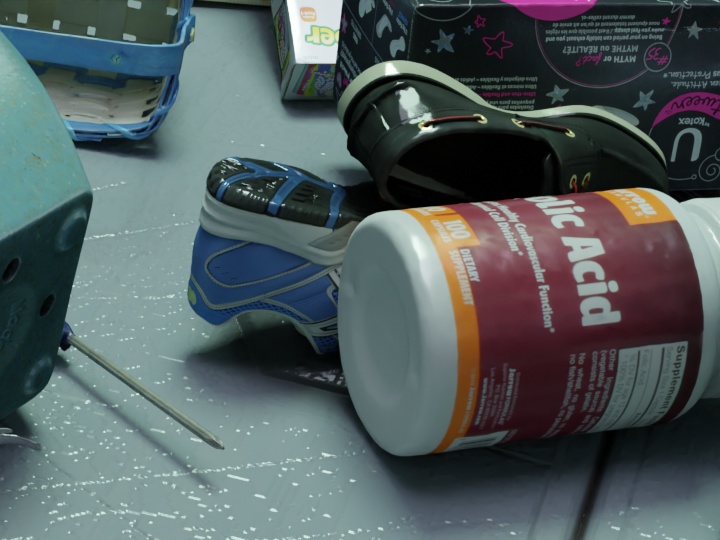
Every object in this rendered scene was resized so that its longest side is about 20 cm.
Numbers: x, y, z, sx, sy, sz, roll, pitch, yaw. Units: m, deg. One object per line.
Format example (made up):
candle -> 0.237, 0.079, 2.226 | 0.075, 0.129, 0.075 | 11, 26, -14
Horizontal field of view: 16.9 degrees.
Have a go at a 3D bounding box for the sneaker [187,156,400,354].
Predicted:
sneaker -> 0.000, 0.000, 1.212 | 0.199, 0.077, 0.076 | 13, 20, -29

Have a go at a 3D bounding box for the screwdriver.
screwdriver -> -0.131, 0.042, 1.148 | 0.029, 0.028, 0.200 | -40, 48, -14

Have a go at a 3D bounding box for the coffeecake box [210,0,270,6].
coffeecake box -> -0.060, -0.249, 1.631 | 0.152, 0.073, 0.200 | 4, 29, -9

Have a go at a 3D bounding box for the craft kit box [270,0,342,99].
craft kit box -> 0.037, -0.197, 1.504 | 0.199, 0.049, 0.199 | -2, 63, -16

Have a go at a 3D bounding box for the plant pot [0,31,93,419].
plant pot -> -0.234, -0.016, 1.071 | 0.199, 0.197, 0.196 | 30, 35, 18

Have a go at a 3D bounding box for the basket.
basket -> -0.177, -0.143, 1.347 | 0.175, 0.140, 0.200 | 9, 19, 0

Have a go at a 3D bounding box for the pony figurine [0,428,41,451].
pony figurine -> -0.203, 0.128, 0.879 | 0.200, 0.167, 0.193 | 33, 70, 33

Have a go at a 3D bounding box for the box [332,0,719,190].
box -> 0.098, -0.117, 1.324 | 0.199, 0.115, 0.132 | -1, 29, -17

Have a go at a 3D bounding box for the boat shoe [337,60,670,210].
boat shoe -> 0.080, -0.048, 1.224 | 0.200, 0.074, 0.063 | 13, 37, -35

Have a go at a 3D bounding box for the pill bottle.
pill bottle -> 0.099, 0.021, 1.147 | 0.199, 0.115, 0.114 | -6, 32, -22

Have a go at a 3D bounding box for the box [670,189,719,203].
box -> 0.126, -0.049, 1.360 | 0.199, 0.036, 0.143 | -20, 39, -37
